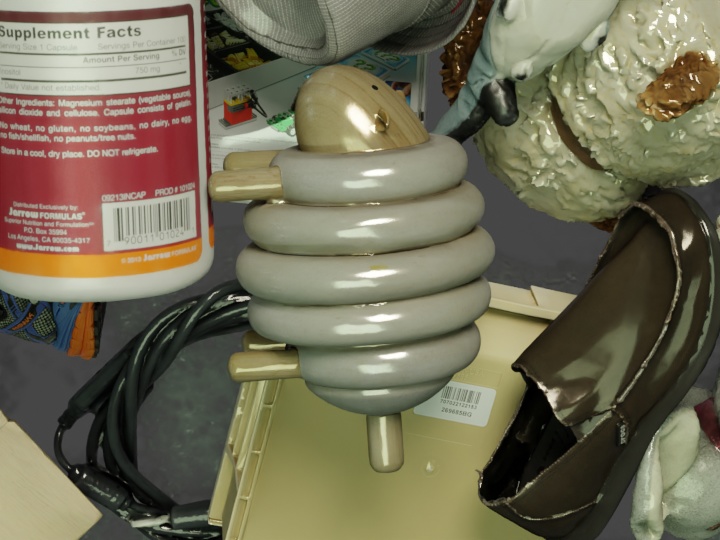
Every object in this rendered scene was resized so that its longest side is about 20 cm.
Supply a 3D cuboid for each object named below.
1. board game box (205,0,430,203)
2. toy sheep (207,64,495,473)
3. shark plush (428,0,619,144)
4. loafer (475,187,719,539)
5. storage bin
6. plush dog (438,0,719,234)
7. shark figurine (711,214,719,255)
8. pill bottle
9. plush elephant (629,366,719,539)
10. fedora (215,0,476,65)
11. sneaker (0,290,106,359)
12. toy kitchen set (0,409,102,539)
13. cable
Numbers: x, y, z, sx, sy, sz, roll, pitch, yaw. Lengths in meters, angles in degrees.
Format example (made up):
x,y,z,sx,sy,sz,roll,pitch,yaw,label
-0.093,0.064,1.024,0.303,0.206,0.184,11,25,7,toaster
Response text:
x,y,z,sx,sy,sz,roll,pitch,yaw,label
-0.062,-0.100,1.079,0.200,0.035,0.126,6,112,7,board game box
0.000,0.000,0.952,0.138,0.138,0.200,-3,105,10,toy sheep
0.098,-0.137,0.946,0.091,0.083,0.200,12,118,-13,shark plush
0.117,0.052,0.981,0.071,0.073,0.200,8,112,-33,loafer
0.034,0.090,1.089,0.200,0.094,0.199,12,109,-8,storage bin
0.133,-0.086,1.010,0.200,0.161,0.172,44,136,-10,plush dog
0.272,-0.022,1.034,0.214,0.128,0.090,-22,86,-11,shark figurine
-0.128,-0.093,0.934,0.113,0.113,0.200,1,103,8,pill bottle
0.216,0.097,1.055,0.200,0.165,0.155,34,110,13,plush elephant
-0.026,-0.177,0.941,0.177,0.090,0.200,28,143,34,fedora
-0.180,-0.019,1.072,0.078,0.075,0.200,3,139,-3,sneaker
-0.288,0.155,1.167,0.200,0.163,0.180,-43,93,-14,toy kitchen set
-0.074,0.093,1.154,0.200,0.051,0.163,-42,100,20,cable
